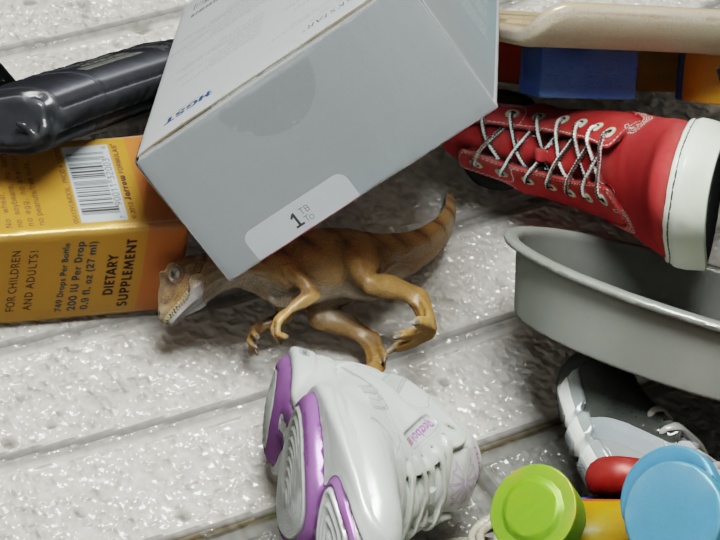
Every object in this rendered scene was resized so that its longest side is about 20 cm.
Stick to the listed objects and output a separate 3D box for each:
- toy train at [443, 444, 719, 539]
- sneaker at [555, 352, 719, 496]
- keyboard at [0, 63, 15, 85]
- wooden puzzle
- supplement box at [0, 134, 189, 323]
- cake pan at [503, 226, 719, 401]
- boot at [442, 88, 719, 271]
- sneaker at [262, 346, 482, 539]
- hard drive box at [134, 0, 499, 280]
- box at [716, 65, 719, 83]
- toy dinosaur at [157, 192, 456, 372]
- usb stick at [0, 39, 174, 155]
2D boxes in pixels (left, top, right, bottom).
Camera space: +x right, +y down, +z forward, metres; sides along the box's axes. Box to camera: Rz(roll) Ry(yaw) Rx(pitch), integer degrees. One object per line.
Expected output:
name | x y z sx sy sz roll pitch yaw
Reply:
toy train | 0.088 0.112 1.119 0.199 0.116 0.085 -2 72 31
sneaker | 0.169 0.097 1.190 0.075 0.115 0.201 28 33 -50
keyboard | -0.236 -0.085 1.295 0.104 0.040 0.200 48 23 12
wooden puzzle | 0.134 -0.110 1.378 0.184 0.047 0.200 1 4 -20
supplement box | -0.185 -0.015 1.263 0.198 0.067 0.069 -4 48 -16
cake pan | 0.158 0.025 1.257 0.199 0.037 0.200 16 9 -3
boot | 0.107 -0.052 1.315 0.143 0.073 0.200 13 4 2
sneaker | 0.011 0.082 1.162 0.099 0.075 0.200 10 16 -8
hard drive box | -0.016 -0.104 1.285 0.077 0.155 0.200 52 19 -18
box | 0.289 -0.074 1.216 0.199 0.149 0.125 -18 88 -10
toy dinosaur | 0.000 0.000 1.288 0.199 0.061 0.107 -10 58 -35
usb stick | -0.131 -0.087 1.310 0.055 0.033 0.200 -4 10 20
